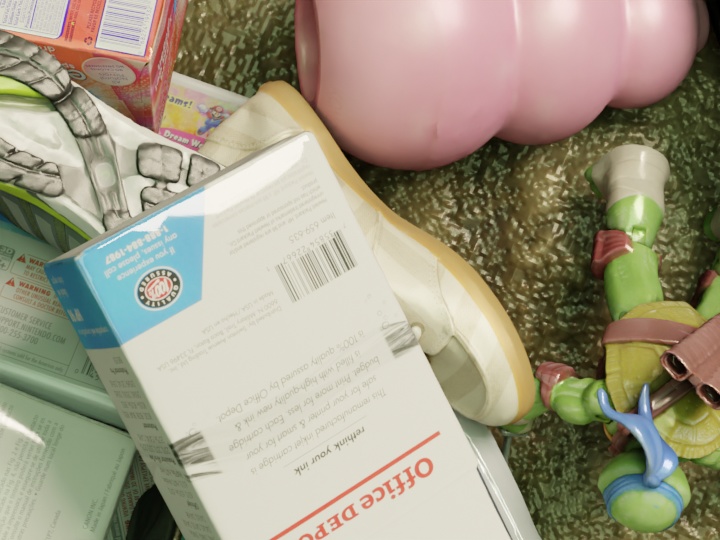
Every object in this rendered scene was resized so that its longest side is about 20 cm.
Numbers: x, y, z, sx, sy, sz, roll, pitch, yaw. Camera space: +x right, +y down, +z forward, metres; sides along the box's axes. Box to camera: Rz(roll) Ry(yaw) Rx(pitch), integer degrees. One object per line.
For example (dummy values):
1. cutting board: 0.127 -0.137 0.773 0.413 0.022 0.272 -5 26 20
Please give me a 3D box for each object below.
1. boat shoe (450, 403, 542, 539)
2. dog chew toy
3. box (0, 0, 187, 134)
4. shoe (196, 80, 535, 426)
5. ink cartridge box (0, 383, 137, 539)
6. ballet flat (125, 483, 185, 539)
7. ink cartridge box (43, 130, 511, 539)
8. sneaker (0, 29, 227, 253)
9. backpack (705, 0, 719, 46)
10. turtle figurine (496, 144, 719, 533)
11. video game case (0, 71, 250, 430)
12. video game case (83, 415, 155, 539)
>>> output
1. boat shoe: 0.039 0.123 0.797 0.067 0.074 0.200 -24 67 -32
2. dog chew toy: 0.071 -0.114 0.831 0.198 0.125 0.126 -5 83 -12
3. box: -0.126 -0.174 0.818 0.102 0.095 0.201 10 70 -2
4. shoe: 0.000 0.000 0.792 0.053 0.070 0.200 -33 72 -27
5. ink cartridge box: -0.214 0.113 0.747 0.199 0.050 0.162 23 71 -11
6. ballet flat: -0.098 0.181 0.762 0.068 0.068 0.201 40 57 -35
7. ink cartridge box: -0.033 0.059 0.722 0.115 0.067 0.201 -29 98 -22
8. sneaker: -0.112 -0.031 0.776 0.200 0.081 0.074 40 74 -11
9. backpack: 0.250 -0.132 0.817 0.167 0.163 0.201 -19 70 -2
10. turtle figurine: 0.135 0.055 0.832 0.143 0.200 0.195 2 56 25
11. video game case: -0.130 -0.023 0.823 0.199 0.024 0.183 19 61 0
12. video game case: -0.143 0.123 0.806 0.181 0.022 0.202 -10 82 -22
